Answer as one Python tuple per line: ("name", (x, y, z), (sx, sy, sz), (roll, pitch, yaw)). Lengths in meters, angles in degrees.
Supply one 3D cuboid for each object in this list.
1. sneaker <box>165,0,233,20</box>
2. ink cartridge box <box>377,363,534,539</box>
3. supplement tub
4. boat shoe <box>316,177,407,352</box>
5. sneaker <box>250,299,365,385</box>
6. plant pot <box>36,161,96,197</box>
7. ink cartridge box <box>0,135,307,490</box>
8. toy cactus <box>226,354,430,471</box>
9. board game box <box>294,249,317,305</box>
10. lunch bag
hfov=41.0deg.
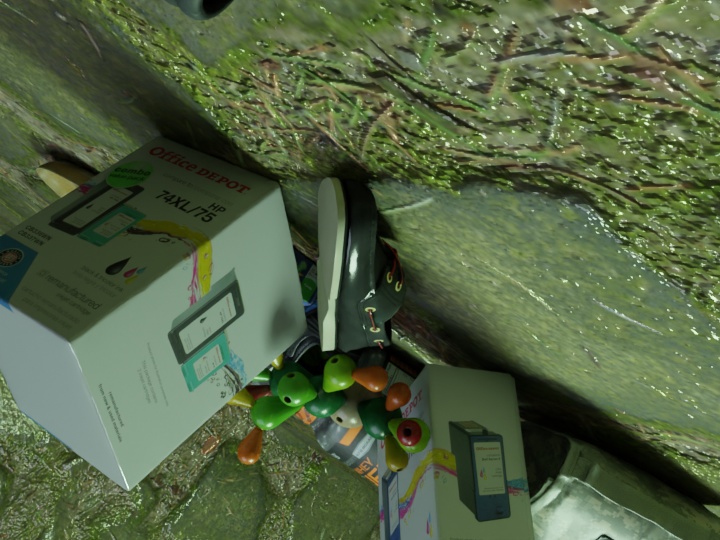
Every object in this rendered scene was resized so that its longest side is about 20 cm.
("sneaker", (-0.081, -0.153, 0.311), (0.098, 0.072, 0.200), (28, 172, 11))
("ink cartridge box", (0.074, 0.201, 0.801), (0.086, 0.203, 0.146), (10, 146, -15))
("supplement tub", (0.037, 0.164, 1.008), (0.198, 0.124, 0.123), (33, 166, -3))
("boat shoe", (0.000, -0.003, 0.662), (0.062, 0.075, 0.202), (-4, 153, -3))
("sneaker", (-0.061, 0.084, 0.936), (0.070, 0.084, 0.198), (35, 147, -22))
("plant pot", (-0.298, -0.072, 1.160), (0.198, 0.028, 0.200), (30, 166, 8))
("ink cartridge box", (-0.163, 0.023, 0.729), (0.145, 0.200, 0.148), (22, 137, 33))
("toy cactus", (-0.021, 0.117, 0.806), (0.196, 0.105, 0.165), (5, 172, 25))
("board game box", (-0.121, -0.013, 0.937), (0.134, 0.035, 0.199), (36, 165, -14))
("lunch bag", (0.199, 0.214, 0.835), (0.162, 0.119, 0.200), (30, 162, -6))
